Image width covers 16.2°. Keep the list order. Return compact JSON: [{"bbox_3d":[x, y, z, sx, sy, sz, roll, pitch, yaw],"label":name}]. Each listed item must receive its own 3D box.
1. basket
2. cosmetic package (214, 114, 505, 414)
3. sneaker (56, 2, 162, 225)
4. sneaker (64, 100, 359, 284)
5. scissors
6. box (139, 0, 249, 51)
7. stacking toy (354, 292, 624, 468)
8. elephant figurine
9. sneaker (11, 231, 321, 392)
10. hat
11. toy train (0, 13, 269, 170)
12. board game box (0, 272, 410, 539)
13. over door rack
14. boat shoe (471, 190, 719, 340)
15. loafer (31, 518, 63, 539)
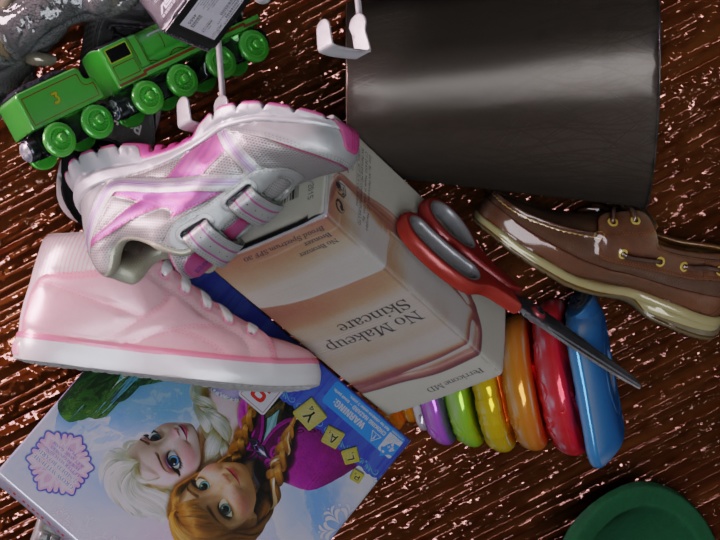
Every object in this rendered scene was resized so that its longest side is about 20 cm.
[{"bbox_3d":[0.089,-0.119,1.656,0.199,0.136,0.181,-1,136,1],"label":"basket"},{"bbox_3d":[0.000,0.000,1.648,0.103,0.088,0.200,-23,136,30],"label":"cosmetic package"},{"bbox_3d":[-0.156,-0.115,1.653,0.066,0.091,0.201,12,104,-10],"label":"sneaker"},{"bbox_3d":[-0.087,-0.042,1.550,0.199,0.081,0.089,-17,69,27],"label":"sneaker"},{"bbox_3d":[0.102,0.026,1.626,0.200,0.073,0.014,43,116,-7],"label":"scissors"},{"bbox_3d":[-0.083,-0.260,1.550,0.043,0.160,0.200,20,115,-46],"label":"box"},{"bbox_3d":[0.075,0.084,1.737,0.199,0.116,0.110,-10,100,11],"label":"stacking toy"},{"bbox_3d":[-0.257,-0.140,1.625,0.200,0.155,0.142,-28,145,-24],"label":"elephant figurine"},{"bbox_3d":[-0.119,0.021,1.629,0.199,0.075,0.105,8,82,-6],"label":"sneaker"},{"bbox_3d":[0.137,0.245,1.819,0.200,0.176,0.166,-36,107,-35],"label":"hat"},{"bbox_3d":[-0.141,-0.124,1.604,0.200,0.042,0.057,-30,92,-34],"label":"toy train"},{"bbox_3d":[-0.104,0.125,1.673,0.200,0.041,0.200,40,74,-3],"label":"board game box"},{"bbox_3d":[-0.039,-0.185,1.570,0.066,0.201,0.148,25,145,-34],"label":"over door rack"},{"bbox_3d":[0.170,-0.018,1.719,0.199,0.072,0.068,21,104,-20],"label":"boat shoe"},{"bbox_3d":[-0.182,0.139,1.727,0.075,0.070,0.201,25,85,-9],"label":"loafer"}]
